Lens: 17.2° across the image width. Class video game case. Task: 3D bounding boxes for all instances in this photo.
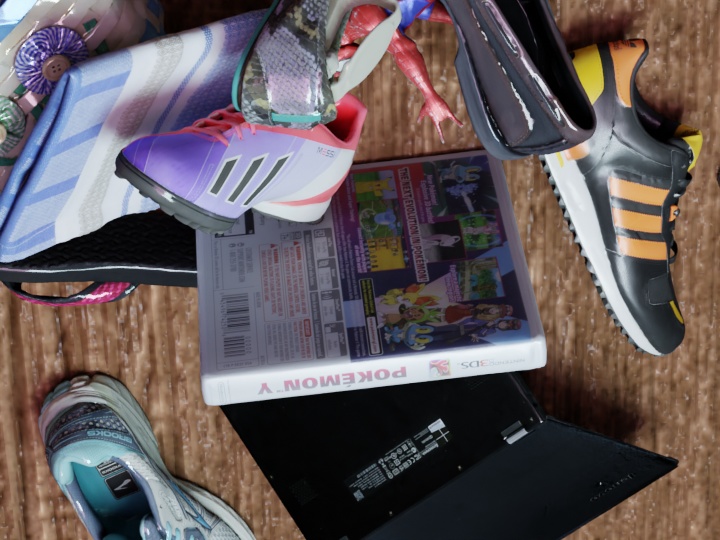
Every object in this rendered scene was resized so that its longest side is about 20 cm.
[{"bbox_3d":[0.000,0.000,1.313,0.181,0.200,0.023,-6,123,-1],"label":"video game case"}]

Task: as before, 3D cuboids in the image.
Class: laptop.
[{"bbox_3d":[0.050,0.096,1.444,0.187,0.116,0.200,-36,86,31],"label":"laptop"}]

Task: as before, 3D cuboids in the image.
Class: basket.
[{"bbox_3d":[-0.209,-0.145,1.258,0.200,0.139,0.176,38,108,-18],"label":"basket"}]

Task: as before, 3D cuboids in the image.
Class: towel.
[{"bbox_3d":[-0.103,-0.077,1.276,0.024,0.199,0.147,50,133,19],"label":"towel"}]

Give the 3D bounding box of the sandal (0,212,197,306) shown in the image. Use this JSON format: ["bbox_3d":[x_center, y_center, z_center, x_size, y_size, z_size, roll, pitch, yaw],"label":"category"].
[{"bbox_3d":[-0.159,-0.004,1.374,0.199,0.075,0.045,5,128,-10],"label":"sandal"}]

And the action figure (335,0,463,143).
[{"bbox_3d":[0.068,-0.154,1.316,0.200,0.065,0.099,-34,105,12],"label":"action figure"}]

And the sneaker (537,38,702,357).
[{"bbox_3d":[0.165,-0.041,1.377,0.090,0.070,0.201,-23,114,11],"label":"sneaker"}]

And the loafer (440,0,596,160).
[{"bbox_3d":[0.074,-0.154,1.239,0.063,0.072,0.201,-1,116,44],"label":"loafer"}]

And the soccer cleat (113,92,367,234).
[{"bbox_3d":[-0.061,-0.065,1.258,0.068,0.200,0.073,39,107,20],"label":"soccer cleat"}]

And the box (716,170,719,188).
[{"bbox_3d":[0.317,-0.107,1.368,0.158,0.048,0.201,15,114,-11],"label":"box"}]

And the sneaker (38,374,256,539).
[{"bbox_3d":[-0.130,0.161,1.447,0.077,0.086,0.200,-34,114,13],"label":"sneaker"}]

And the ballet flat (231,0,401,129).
[{"bbox_3d":[-0.005,-0.155,1.250,0.072,0.201,0.072,16,152,9],"label":"ballet flat"}]
